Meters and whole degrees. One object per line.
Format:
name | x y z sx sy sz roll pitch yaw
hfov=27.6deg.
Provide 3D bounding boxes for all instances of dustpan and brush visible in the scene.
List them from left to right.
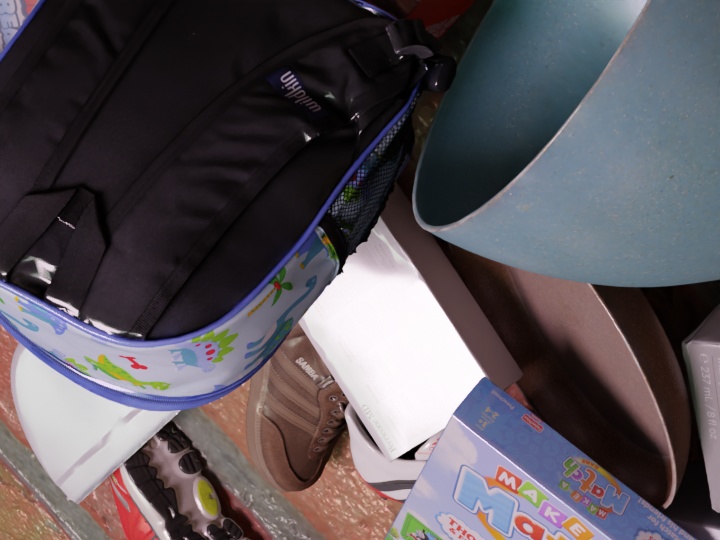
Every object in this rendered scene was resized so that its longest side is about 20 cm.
dustpan and brush | -0.225 0.054 1.088 0.140 0.057 0.200 -42 89 24

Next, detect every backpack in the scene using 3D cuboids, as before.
backpack | -0.085 -0.040 0.678 0.183 0.200 0.147 30 156 12

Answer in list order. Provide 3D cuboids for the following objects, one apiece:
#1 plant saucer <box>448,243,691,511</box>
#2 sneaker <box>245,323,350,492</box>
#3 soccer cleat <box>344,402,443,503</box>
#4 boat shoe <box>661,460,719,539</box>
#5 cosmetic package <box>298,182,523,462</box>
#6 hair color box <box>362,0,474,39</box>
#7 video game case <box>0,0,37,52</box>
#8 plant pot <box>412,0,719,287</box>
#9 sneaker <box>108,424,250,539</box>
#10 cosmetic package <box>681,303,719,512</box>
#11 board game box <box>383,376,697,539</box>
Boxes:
plant saucer | 0.110 0.032 0.760 0.200 0.032 0.200 54 166 20
sneaker | -0.025 0.074 0.930 0.075 0.070 0.200 20 132 23
soccer cleat | 0.076 0.123 0.875 0.200 0.069 0.085 16 147 32
boat shoe | 0.204 0.151 0.757 0.200 0.070 0.066 12 115 60
cosmetic package | 0.000 0.000 0.828 0.083 0.051 0.200 -34 86 24
hair color box | 0.022 -0.181 0.693 0.111 0.064 0.200 56 140 8
video game case | -0.137 -0.113 0.854 0.182 0.024 0.200 2 127 3
plant pot | 0.132 -0.071 0.622 0.135 0.200 0.200 30 140 -14
sneaker | -0.137 0.208 1.121 0.085 0.077 0.200 -29 83 54
cosmetic package | 0.263 0.067 0.675 0.200 0.090 0.107 6 121 41
board game box | 0.093 0.160 0.810 0.151 0.037 0.200 37 146 12
